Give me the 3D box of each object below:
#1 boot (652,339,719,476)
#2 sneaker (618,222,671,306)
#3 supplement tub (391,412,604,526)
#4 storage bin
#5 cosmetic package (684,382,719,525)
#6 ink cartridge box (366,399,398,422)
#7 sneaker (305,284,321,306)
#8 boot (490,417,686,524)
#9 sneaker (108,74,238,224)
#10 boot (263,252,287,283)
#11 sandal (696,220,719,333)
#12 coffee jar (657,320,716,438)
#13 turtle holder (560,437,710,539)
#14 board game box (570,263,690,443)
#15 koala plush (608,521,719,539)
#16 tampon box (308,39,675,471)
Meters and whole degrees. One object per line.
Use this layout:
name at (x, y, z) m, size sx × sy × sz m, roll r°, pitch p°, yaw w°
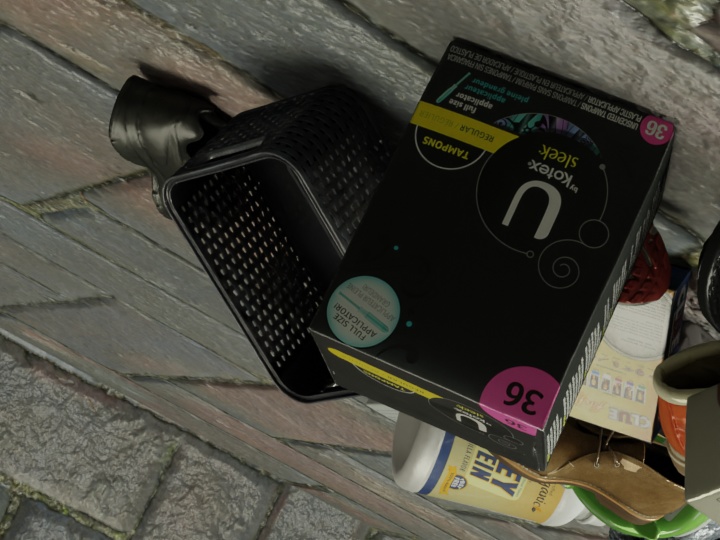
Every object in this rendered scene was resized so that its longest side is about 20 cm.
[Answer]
boot at (0.302, 0.089, 1.247) m, size 0.200 × 0.075 × 0.107 m, roll -10°, pitch 134°, yaw 20°
sneaker at (0.122, -0.033, 1.207) m, size 0.200 × 0.078 × 0.082 m, roll 29°, pitch 173°, yaw 27°
supplement tub at (0.141, 0.153, 1.653) m, size 0.200 × 0.144 × 0.144 m, roll 15°, pitch 168°, yaw -8°
storage bin at (-0.029, -0.016, 1.273) m, size 0.135 × 0.094 × 0.200 m, roll -12°, pitch 116°, yaw 42°
cosmetic package at (0.313, 0.100, 1.137) m, size 0.103 × 0.087 × 0.200 m, roll 34°, pitch 136°, yaw -29°
ink cartridge box at (0.130, 0.146, 1.817) m, size 0.200 × 0.083 × 0.146 m, roll 31°, pitch 165°, yaw -18°
sneaker at (0.000, 0.000, 1.381) m, size 0.200 × 0.075 × 0.085 m, roll 62°, pitch 150°, yaw -3°
boot at (0.178, 0.133, 1.387) m, size 0.200 × 0.074 × 0.075 m, roll 26°, pitch 150°, yaw -22°
sneaker at (-0.128, -0.085, 1.453) m, size 0.091 × 0.076 × 0.200 m, roll 12°, pitch 164°, yaw 23°
boot at (-0.029, 0.020, 1.530) m, size 0.200 × 0.078 × 0.138 m, roll 2°, pitch -171°, yaw 35°
sandal at (0.246, 0.013, 1.146) m, size 0.048 × 0.075 × 0.200 m, roll 38°, pitch 175°, yaw 36°
coffee jar at (0.196, 0.075, 1.426) m, size 0.200 × 0.085 × 0.104 m, roll 11°, pitch 160°, yaw 48°
turtle holder at (0.234, 0.151, 1.536) m, size 0.185 × 0.141 × 0.132 m, roll 14°, pitch 179°, yaw 25°
board game box at (0.134, 0.035, 1.322) m, size 0.200 × 0.035 × 0.136 m, roll 18°, pitch 125°, yaw 22°
koala plush at (0.326, 0.320, 1.754) m, size 0.184 × 0.200 × 0.177 m, roll -24°, pitch 135°, yaw 38°
tampon box at (0.082, -0.006, 1.086) m, size 0.150 × 0.200 × 0.126 m, roll 22°, pitch 166°, yaw 13°
